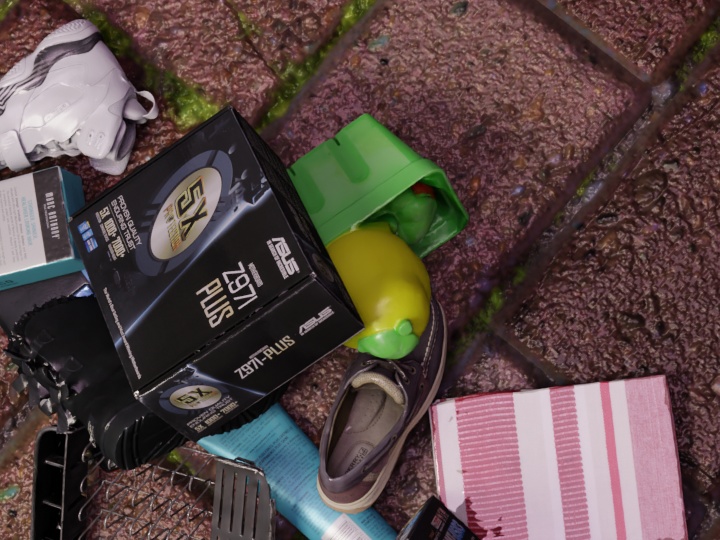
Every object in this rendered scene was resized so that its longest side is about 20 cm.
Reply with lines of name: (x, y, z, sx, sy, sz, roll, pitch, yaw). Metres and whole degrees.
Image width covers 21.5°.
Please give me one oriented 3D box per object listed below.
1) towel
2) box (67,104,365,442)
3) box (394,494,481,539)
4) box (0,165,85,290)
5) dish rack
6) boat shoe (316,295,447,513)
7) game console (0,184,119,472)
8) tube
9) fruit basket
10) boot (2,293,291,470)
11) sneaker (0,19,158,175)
towel: (0.162, 0.167, 1.563, 0.200, 0.023, 0.144, -6, 84, 7)
box: (-0.114, 0.001, 1.455, 0.164, 0.086, 0.200, -33, 51, 8)
box: (0.105, 0.268, 1.456, 0.198, 0.200, 0.050, 41, 96, 3)
box: (-0.330, -0.022, 1.609, 0.200, 0.049, 0.082, -13, 78, 13)
dish rack: (-0.167, 0.206, 1.540, 0.200, 0.055, 0.153, 13, 113, 17)
boat shoe: (0.018, 0.100, 1.547, 0.072, 0.065, 0.200, 22, 70, 12)
game console: (-0.202, 0.044, 1.612, 0.177, 0.031, 0.200, -37, 80, 0)
tube: (-0.049, 0.176, 1.573, 0.200, 0.050, 0.077, 44, 70, 13)
fruit basket: (0.000, 0.000, 1.531, 0.215, 0.156, 0.216, -5, 70, 13)
boot: (-0.176, 0.074, 1.545, 0.198, 0.073, 0.162, -23, 45, -34)
sneaker: (-0.268, -0.111, 1.615, 0.200, 0.075, 0.115, -45, 78, -4)
